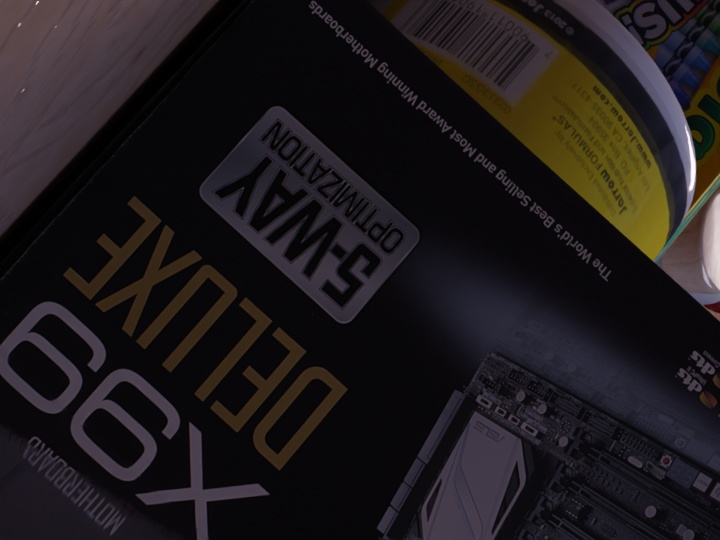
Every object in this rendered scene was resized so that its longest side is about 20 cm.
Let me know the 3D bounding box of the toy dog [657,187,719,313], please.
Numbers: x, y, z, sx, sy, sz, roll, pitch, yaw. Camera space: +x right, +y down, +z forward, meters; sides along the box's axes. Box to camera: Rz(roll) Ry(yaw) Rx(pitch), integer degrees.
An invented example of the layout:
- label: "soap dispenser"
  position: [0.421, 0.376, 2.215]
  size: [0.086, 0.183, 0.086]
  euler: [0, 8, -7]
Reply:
- label: "toy dog"
  position: [0.164, -0.031, 0.963]
  size: [0.200, 0.131, 0.097]
  euler: [24, 78, -73]

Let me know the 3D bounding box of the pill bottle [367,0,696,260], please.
- label: "pill bottle"
  position: [-0.008, 0.015, 0.525]
  size: [0.200, 0.112, 0.112]
  euler: [-49, 177, -22]

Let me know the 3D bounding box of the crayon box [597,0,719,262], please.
- label: "crayon box"
  position: [0.101, -0.094, 0.685]
  size: [0.200, 0.119, 0.058]
  euler: [-50, 172, -4]

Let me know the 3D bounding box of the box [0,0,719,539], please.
- label: "box"
  position: [0.007, 0.057, 0.427]
  size: [0.158, 0.200, 0.050]
  euler: [-48, -179, -16]
